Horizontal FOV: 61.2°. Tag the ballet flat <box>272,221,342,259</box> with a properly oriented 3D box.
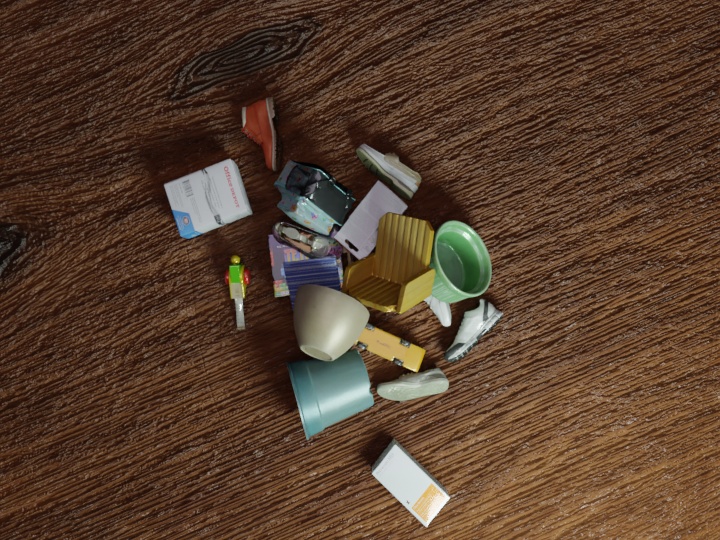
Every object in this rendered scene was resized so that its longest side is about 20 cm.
[{"bbox_3d":[-0.141,-0.076,1.586,0.194,0.071,0.071,21,85,1],"label":"ballet flat"}]

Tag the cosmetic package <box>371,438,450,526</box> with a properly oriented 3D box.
[{"bbox_3d":[0.131,0.559,1.606,0.199,0.071,0.102,42,88,3],"label":"cosmetic package"}]

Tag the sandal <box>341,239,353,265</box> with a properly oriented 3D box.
[{"bbox_3d":[-0.001,-0.001,1.633,0.067,0.078,0.219,-13,82,5],"label":"sandal"}]

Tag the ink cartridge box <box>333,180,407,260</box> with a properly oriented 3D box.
[{"bbox_3d":[0.026,-0.128,1.641,0.108,0.050,0.202,39,80,2],"label":"ink cartridge box"}]

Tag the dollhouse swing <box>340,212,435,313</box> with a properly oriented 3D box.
[{"bbox_3d":[0.068,-0.027,1.498,0.196,0.179,0.182,17,119,39],"label":"dollhouse swing"}]

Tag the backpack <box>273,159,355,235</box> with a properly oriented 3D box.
[{"bbox_3d":[-0.133,-0.196,1.584,0.174,0.199,0.156,28,98,-42],"label":"backpack"}]

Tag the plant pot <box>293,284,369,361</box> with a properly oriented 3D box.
[{"bbox_3d":[-0.087,0.144,1.515,0.194,0.201,0.138,18,68,1],"label":"plant pot"}]

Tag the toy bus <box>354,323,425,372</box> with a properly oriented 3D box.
[{"bbox_3d":[0.074,0.200,1.621,0.195,0.078,0.067,24,88,1],"label":"toy bus"}]

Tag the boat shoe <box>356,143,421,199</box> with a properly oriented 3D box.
[{"bbox_3d":[0.078,-0.282,1.655,0.198,0.075,0.069,40,81,-5],"label":"boat shoe"}]

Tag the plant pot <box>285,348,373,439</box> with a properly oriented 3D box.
[{"bbox_3d":[-0.076,0.304,1.568,0.190,0.200,0.207,-16,87,-8],"label":"plant pot"}]

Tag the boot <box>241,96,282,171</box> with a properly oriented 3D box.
[{"bbox_3d":[-0.270,-0.363,1.660,0.103,0.075,0.207,-10,79,3],"label":"boot"}]

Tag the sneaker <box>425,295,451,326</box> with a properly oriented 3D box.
[{"bbox_3d":[0.182,0.061,1.641,0.086,0.075,0.206,-22,80,11],"label":"sneaker"}]

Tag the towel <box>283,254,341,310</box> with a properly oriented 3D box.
[{"bbox_3d":[-0.119,0.051,1.602,0.139,0.024,0.205,-7,126,1],"label":"towel"}]

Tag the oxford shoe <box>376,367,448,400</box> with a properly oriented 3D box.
[{"bbox_3d":[0.139,0.303,1.630,0.193,0.076,0.059,-11,47,7],"label":"oxford shoe"}]

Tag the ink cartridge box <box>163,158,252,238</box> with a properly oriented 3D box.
[{"bbox_3d":[-0.407,-0.192,1.640,0.194,0.084,0.149,-20,88,0],"label":"ink cartridge box"}]

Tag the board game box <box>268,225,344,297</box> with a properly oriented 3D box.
[{"bbox_3d":[-0.144,-0.023,1.646,0.193,0.057,0.172,-8,88,0],"label":"board game box"}]

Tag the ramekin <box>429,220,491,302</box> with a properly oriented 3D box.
[{"bbox_3d":[0.239,-0.016,1.583,0.195,0.097,0.207,15,62,-30],"label":"ramekin"}]

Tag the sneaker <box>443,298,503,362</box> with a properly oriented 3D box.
[{"bbox_3d":[0.290,0.162,1.636,0.199,0.074,0.080,-43,73,-6],"label":"sneaker"}]

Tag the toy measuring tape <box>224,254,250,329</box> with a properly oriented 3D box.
[{"bbox_3d":[-0.328,0.054,1.650,0.071,0.074,0.207,-3,109,0],"label":"toy measuring tape"}]
